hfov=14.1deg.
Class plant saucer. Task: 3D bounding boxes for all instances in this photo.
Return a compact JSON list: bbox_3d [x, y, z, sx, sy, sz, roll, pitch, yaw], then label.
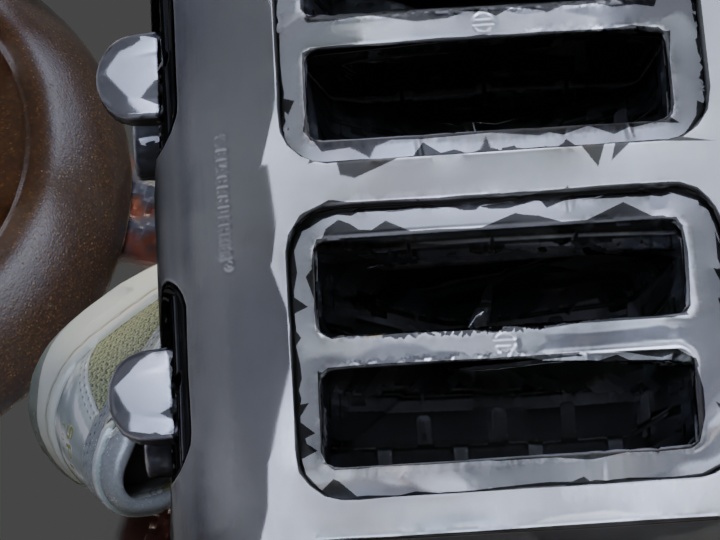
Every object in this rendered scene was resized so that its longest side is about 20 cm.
[{"bbox_3d":[-0.171,-0.029,0.896,0.200,0.032,0.201,-1,59,2],"label":"plant saucer"}]

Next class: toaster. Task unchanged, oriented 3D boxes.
[{"bbox_3d":[0.037,-0.003,0.735,0.200,0.119,0.181,-3,74,1],"label":"toaster"}]

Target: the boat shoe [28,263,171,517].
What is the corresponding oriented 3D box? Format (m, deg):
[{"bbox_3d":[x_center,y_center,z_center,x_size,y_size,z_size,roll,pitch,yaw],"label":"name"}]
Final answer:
[{"bbox_3d":[-0.001,-0.001,0.833,0.202,0.075,0.065,-34,25,-12],"label":"boat shoe"}]
